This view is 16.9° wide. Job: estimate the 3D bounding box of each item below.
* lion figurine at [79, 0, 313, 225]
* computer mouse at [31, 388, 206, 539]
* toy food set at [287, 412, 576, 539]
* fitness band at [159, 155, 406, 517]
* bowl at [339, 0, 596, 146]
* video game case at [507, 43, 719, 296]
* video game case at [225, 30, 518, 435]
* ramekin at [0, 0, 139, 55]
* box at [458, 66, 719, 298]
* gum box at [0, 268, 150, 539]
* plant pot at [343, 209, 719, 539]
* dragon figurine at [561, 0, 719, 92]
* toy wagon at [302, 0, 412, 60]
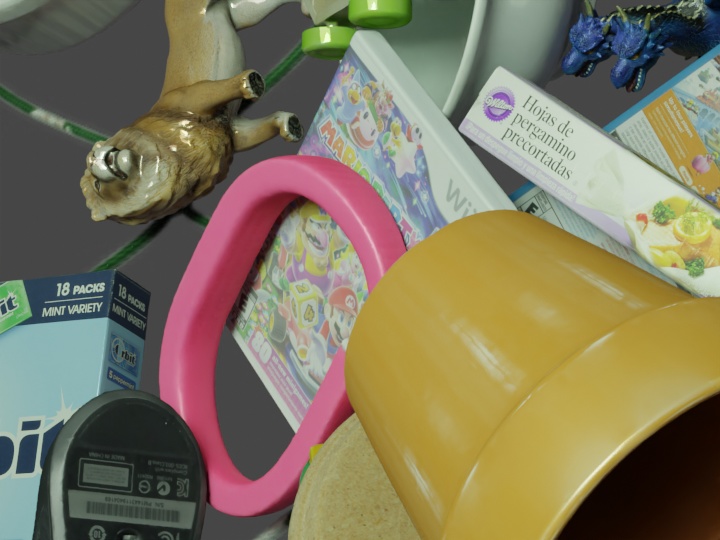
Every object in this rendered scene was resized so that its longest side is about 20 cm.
[{"bbox_3d":[-0.088,-0.117,1.377,0.122,0.072,0.200,-14,48,37],"label":"lion figurine"},{"bbox_3d":[-0.136,0.161,1.250,0.053,0.138,0.200,-22,57,62],"label":"computer mouse"},{"bbox_3d":[0.065,0.131,1.151,0.200,0.049,0.198,-6,57,-6],"label":"toy food set"},{"bbox_3d":[-0.043,0.036,1.245,0.144,0.037,0.200,52,129,33],"label":"fitness band"},{"bbox_3d":[0.063,-0.150,1.264,0.201,0.090,0.201,-177,90,-69],"label":"bowl"},{"bbox_3d":[0.172,-0.027,1.146,0.200,0.018,0.143,-36,61,20],"label":"video game case"},{"bbox_3d":[0.000,0.000,1.235,0.143,0.018,0.200,55,133,34],"label":"video game case"},{"bbox_3d":[-0.198,-0.222,1.456,0.202,0.094,0.203,-11,65,24],"label":"ramekin"},{"bbox_3d":[0.132,-0.030,1.136,0.200,0.041,0.039,38,99,34],"label":"box"},{"bbox_3d":[-0.209,0.106,1.351,0.170,0.045,0.200,-6,67,26],"label":"gum box"},{"bbox_3d":[0.091,0.073,1.061,0.200,0.200,0.183,-48,49,3],"label":"plant pot"},{"bbox_3d":[0.188,-0.155,1.217,0.200,0.099,0.059,-48,56,2],"label":"dragon figurine"},{"bbox_3d":[0.009,-0.197,1.234,0.200,0.040,0.155,160,112,-67],"label":"toy wagon"}]
